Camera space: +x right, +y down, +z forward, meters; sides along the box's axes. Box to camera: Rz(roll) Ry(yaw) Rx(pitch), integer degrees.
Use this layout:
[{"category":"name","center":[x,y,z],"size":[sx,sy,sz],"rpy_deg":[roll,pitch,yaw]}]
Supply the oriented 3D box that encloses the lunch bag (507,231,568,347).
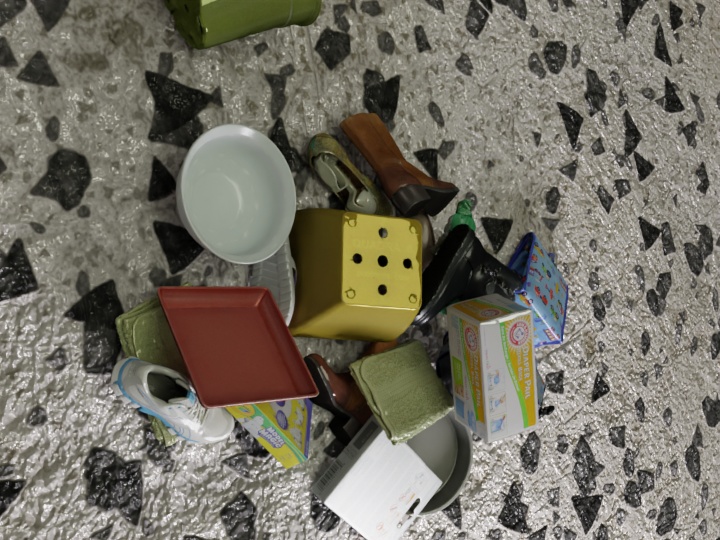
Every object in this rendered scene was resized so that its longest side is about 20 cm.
[{"category":"lunch bag","center":[0.361,0.031,1.799],"size":[0.151,0.093,0.202],"rpy_deg":[50,48,-22]}]

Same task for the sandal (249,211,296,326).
[{"category":"sandal","center":[-0.131,0.011,1.386],"size":[0.050,0.081,0.208],"rpy_deg":[17,74,-67]}]

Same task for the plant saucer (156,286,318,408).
[{"category":"plant saucer","center":[-0.178,0.111,1.255],"size":[0.197,0.037,0.202],"rpy_deg":[1,49,-43]}]

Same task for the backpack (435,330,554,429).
[{"category":"backpack","center":[0.231,0.179,1.601],"size":[0.192,0.197,0.156],"rpy_deg":[55,31,-31]}]

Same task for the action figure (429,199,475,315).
[{"category":"action figure","center":[0.159,-0.027,1.554],"size":[0.117,0.054,0.204],"rpy_deg":[20,88,-47]}]

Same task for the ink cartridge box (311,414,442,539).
[{"category":"ink cartridge box","center":[0.032,0.358,1.479],"size":[0.161,0.047,0.200],"rpy_deg":[-49,128,-10]}]

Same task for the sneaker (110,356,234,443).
[{"category":"sneaker","center":[-0.242,0.183,1.213],"size":[0.199,0.086,0.076],"rpy_deg":[35,61,-35]}]

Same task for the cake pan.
[{"category":"cake pan","center":[0.107,0.322,1.549],"size":[0.196,0.037,0.206],"rpy_deg":[-1,93,-26]}]

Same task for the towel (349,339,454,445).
[{"category":"towel","center":[0.074,0.194,1.458],"size":[0.198,0.036,0.150],"rpy_deg":[-13,69,-54]}]

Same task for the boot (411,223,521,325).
[{"category":"boot","center":[0.177,0.048,1.502],"size":[0.168,0.076,0.202],"rpy_deg":[42,74,-27]}]

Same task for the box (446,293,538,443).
[{"category":"box","center":[0.214,0.155,1.436],"size":[0.099,0.112,0.205],"rpy_deg":[-12,105,-22]}]

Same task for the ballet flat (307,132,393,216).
[{"category":"ballet flat","center":[-0.021,-0.139,1.487],"size":[0.201,0.070,0.071],"rpy_deg":[49,58,-21]}]

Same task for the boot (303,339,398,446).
[{"category":"boot","center":[0.000,0.160,1.482],"size":[0.201,0.068,0.190],"rpy_deg":[-49,116,-33]}]

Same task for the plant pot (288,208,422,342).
[{"category":"plant pot","center":[0.000,0.000,1.388],"size":[0.195,0.176,0.205],"rpy_deg":[5,80,-22]}]

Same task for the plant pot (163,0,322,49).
[{"category":"plant pot","center":[-0.188,-0.423,1.316],"size":[0.188,0.199,0.203],"rpy_deg":[-33,107,-23]}]

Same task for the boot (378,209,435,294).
[{"category":"boot","center":[0.060,-0.015,1.549],"size":[0.144,0.070,0.205],"rpy_deg":[-6,90,-38]}]

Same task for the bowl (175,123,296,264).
[{"category":"bowl","center":[-0.199,-0.109,1.321],"size":[0.198,0.089,0.207],"rpy_deg":[4,84,-39]}]

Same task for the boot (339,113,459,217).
[{"category":"boot","center":[0.069,-0.186,1.544],"size":[0.186,0.069,0.202],"rpy_deg":[-17,65,-48]}]

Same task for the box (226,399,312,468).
[{"category":"box","center":[-0.146,0.187,1.325],"size":[0.201,0.048,0.119],"rpy_deg":[50,25,-31]}]

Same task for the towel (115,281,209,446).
[{"category":"towel","center":[-0.263,0.133,1.280],"size":[0.147,0.036,0.204],"rpy_deg":[-25,102,-40]}]
